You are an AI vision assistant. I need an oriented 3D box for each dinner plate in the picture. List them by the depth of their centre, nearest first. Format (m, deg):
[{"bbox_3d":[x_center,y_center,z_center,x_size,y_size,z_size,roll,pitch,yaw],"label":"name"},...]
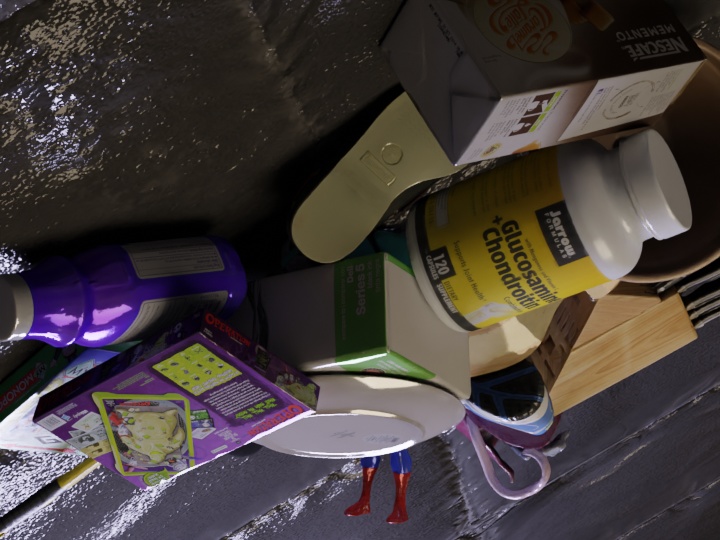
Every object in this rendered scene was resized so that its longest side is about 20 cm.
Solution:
[{"bbox_3d":[-0.016,0.121,1.508,0.199,0.024,0.200,-1,161,0],"label":"dinner plate"}]

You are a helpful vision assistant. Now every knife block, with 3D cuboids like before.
[{"bbox_3d":[0.255,0.042,1.691,0.175,0.064,0.200,5,127,-25],"label":"knife block"}]

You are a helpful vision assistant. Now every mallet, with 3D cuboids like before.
[{"bbox_3d":[-0.247,0.172,1.588,0.200,0.041,0.066,-32,158,14],"label":"mallet"}]

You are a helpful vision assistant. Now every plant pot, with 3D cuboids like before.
[{"bbox_3d":[0.225,-0.097,1.553,0.200,0.201,0.093,-31,-168,-1],"label":"plant pot"}]

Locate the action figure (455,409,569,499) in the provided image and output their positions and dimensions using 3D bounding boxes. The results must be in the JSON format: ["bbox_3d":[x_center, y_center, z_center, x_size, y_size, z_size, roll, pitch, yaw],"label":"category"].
[{"bbox_3d":[0.088,0.114,1.767,0.134,0.200,0.149,-41,-165,37],"label":"action figure"}]

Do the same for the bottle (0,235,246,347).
[{"bbox_3d":[-0.179,0.018,1.388,0.199,0.065,0.084,-7,156,-43],"label":"bottle"}]

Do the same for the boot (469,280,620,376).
[{"bbox_3d":[0.130,0.000,1.642,0.201,0.144,0.071,-30,126,14],"label":"boot"}]

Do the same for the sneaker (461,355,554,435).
[{"bbox_3d":[0.090,0.086,1.684,0.076,0.200,0.077,-49,143,-4],"label":"sneaker"}]

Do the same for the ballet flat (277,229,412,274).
[{"bbox_3d":[0.000,0.000,1.570,0.072,0.072,0.200,-41,150,23],"label":"ballet flat"}]

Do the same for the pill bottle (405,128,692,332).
[{"bbox_3d":[0.143,-0.034,1.447,0.199,0.112,0.112,-22,161,23],"label":"pill bottle"}]

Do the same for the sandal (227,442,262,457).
[{"bbox_3d":[-0.077,0.117,1.738,0.076,0.043,0.200,-12,150,-36],"label":"sandal"}]

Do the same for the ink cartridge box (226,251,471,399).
[{"bbox_3d":[-0.033,0.061,1.501,0.199,0.084,0.145,-12,157,26],"label":"ink cartridge box"}]

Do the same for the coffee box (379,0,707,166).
[{"bbox_3d":[0.131,-0.153,1.360,0.199,0.115,0.080,-13,151,-35],"label":"coffee box"}]

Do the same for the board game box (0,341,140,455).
[{"bbox_3d":[-0.213,0.101,1.563,0.134,0.029,0.200,-39,155,20],"label":"board game box"}]

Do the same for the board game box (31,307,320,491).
[{"bbox_3d":[-0.141,0.101,1.439,0.200,0.032,0.120,-27,125,37],"label":"board game box"}]

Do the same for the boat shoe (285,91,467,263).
[{"bbox_3d":[0.025,-0.085,1.442,0.201,0.074,0.063,-41,-169,0],"label":"boat shoe"}]

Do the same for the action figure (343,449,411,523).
[{"bbox_3d":[0.012,0.114,1.623,0.065,0.201,0.099,6,-179,25],"label":"action figure"}]
